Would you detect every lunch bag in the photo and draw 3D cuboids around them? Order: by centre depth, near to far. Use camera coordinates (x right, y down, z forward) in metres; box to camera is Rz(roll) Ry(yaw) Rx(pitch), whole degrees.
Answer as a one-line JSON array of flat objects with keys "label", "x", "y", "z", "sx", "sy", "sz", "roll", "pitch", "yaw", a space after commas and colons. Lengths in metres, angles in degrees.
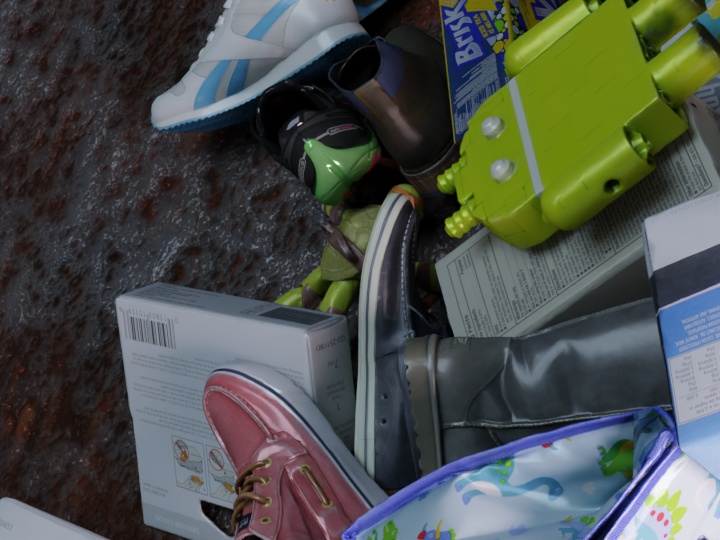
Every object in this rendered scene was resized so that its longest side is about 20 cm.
[{"label": "lunch bag", "x": 0.122, "y": 0.163, "z": 0.938, "sx": 0.200, "sy": 0.170, "sz": 0.128, "roll": -35, "pitch": 46, "yaw": 17}]

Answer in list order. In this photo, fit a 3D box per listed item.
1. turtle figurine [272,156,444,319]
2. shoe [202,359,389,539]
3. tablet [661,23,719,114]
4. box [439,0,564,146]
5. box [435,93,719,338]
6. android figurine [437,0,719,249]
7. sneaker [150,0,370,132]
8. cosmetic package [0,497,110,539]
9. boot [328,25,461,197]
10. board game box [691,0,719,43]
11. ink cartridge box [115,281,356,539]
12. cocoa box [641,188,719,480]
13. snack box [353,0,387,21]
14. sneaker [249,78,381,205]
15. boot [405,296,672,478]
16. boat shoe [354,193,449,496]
[{"label": "turtle figurine", "x": 0.000, "y": 0.000, "z": 1.221, "sx": 0.161, "sy": 0.064, "sz": 0.200, "roll": -51, "pitch": 43, "yaw": 3}, {"label": "shoe", "x": -0.053, "y": 0.139, "z": 1.096, "sx": 0.200, "sy": 0.091, "sz": 0.072, "roll": 45, "pitch": 134, "yaw": 24}, {"label": "tablet", "x": 0.208, "y": -0.098, "z": 1.140, "sx": 0.130, "sy": 0.014, "sz": 0.201, "roll": -31, "pitch": 48, "yaw": 22}, {"label": "box", "x": 0.100, "y": -0.168, "z": 1.229, "sx": 0.064, "sy": 0.070, "sz": 0.201, "roll": -33, "pitch": 46, "yaw": 37}, {"label": "box", "x": 0.149, "y": -0.010, "z": 1.073, "sx": 0.200, "sy": 0.078, "sz": 0.095, "roll": -37, "pitch": 47, "yaw": 27}, {"label": "android figurine", "x": 0.126, "y": -0.092, "z": 1.059, "sx": 0.200, "sy": 0.041, "sz": 0.183, "roll": -36, "pitch": 33, "yaw": 24}, {"label": "sneaker", "x": -0.085, "y": -0.167, "z": 1.368, "sx": 0.199, "sy": 0.076, "sz": 0.081, "roll": -27, "pitch": 82, "yaw": 27}, {"label": "cosmetic package", "x": -0.143, "y": 0.265, "z": 1.082, "sx": 0.166, "sy": 0.200, "sz": 0.168, "roll": 12, "pitch": 73, "yaw": 44}, {"label": "boot", "x": 0.026, "y": -0.143, "z": 1.244, "sx": 0.075, "sy": 0.097, "sz": 0.200, "roll": -36, "pitch": 32, "yaw": 14}, {"label": "board game box", "x": 0.288, "y": -0.170, "z": 1.082, "sx": 0.151, "sy": 0.047, "sz": 0.200, "roll": -37, "pitch": 47, "yaw": 11}, {"label": "ink cartridge box", "x": -0.083, "y": 0.107, "z": 1.214, "sx": 0.199, "sy": 0.043, "sz": 0.175, "roll": 9, "pitch": 111, "yaw": 44}, {"label": "cocoa box", "x": 0.248, "y": 0.049, "z": 0.878, "sx": 0.133, "sy": 0.200, "sz": 0.132, "roll": -23, "pitch": 52, "yaw": 28}, {"label": "snack box", "x": -0.023, "y": -0.298, "z": 1.336, "sx": 0.116, "sy": 0.200, "sz": 0.037, "roll": -34, "pitch": 16, "yaw": 20}, {"label": "sneaker", "x": -0.037, "y": -0.110, "z": 1.280, "sx": 0.077, "sy": 0.084, "sz": 0.200, "roll": -46, "pitch": 17, "yaw": 2}, {"label": "boot", "x": 0.134, "y": 0.103, "z": 1.032, "sx": 0.199, "sy": 0.183, "sz": 0.073, "roll": -7, "pitch": 19, "yaw": 9}, {"label": "boat shoe", "x": 0.030, "y": 0.052, "z": 1.131, "sx": 0.062, "sy": 0.075, "sz": 0.201, "roll": 1, "pitch": 87, "yaw": 9}]
